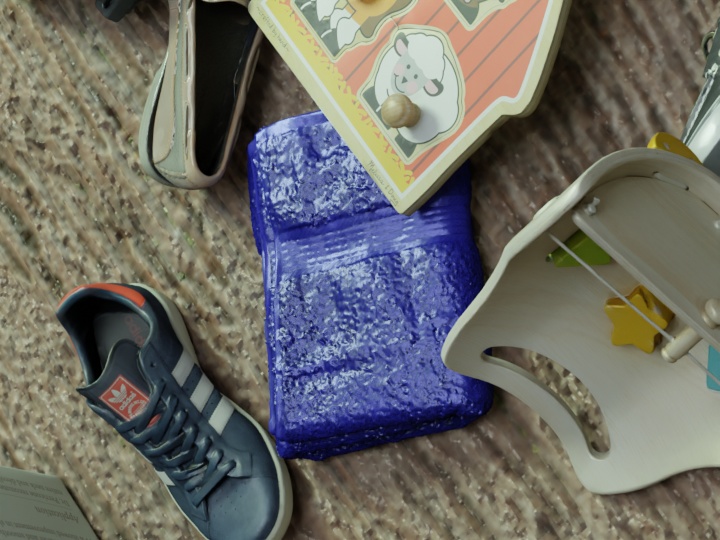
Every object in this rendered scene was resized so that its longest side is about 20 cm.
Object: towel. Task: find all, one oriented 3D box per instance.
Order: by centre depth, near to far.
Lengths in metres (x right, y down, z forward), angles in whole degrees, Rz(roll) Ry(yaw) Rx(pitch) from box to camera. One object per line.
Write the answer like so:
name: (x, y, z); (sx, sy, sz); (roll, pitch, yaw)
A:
towel: (0.000, 0.000, 1.613); (0.147, 0.049, 0.201); (-16, 72, 30)

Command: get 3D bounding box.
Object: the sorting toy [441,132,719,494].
sorting toy: (0.138, 0.038, 1.471); (0.200, 0.107, 0.180); (41, 128, -13)

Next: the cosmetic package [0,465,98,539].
cosmetic package: (-0.228, 0.236, 1.636); (0.166, 0.167, 0.200); (-46, 59, 15)

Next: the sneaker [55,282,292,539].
sneaker: (-0.117, 0.086, 1.647); (0.075, 0.084, 0.200); (-47, 60, 15)

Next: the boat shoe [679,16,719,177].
boat shoe: (0.217, -0.120, 1.493); (0.066, 0.070, 0.201); (40, 101, 39)

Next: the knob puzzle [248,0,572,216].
knob puzzle: (0.038, -0.162, 1.575); (0.219, 0.030, 0.221); (-7, 78, 35)

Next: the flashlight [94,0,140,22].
flashlight: (-0.106, -0.250, 1.727); (0.068, 0.068, 0.200); (43, 110, -1)

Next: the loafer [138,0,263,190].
loafer: (-0.082, -0.145, 1.675); (0.063, 0.072, 0.201); (17, 97, 61)
